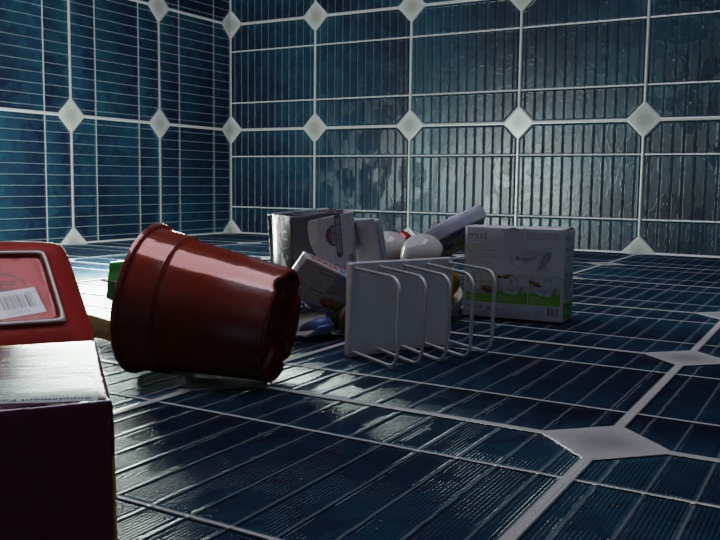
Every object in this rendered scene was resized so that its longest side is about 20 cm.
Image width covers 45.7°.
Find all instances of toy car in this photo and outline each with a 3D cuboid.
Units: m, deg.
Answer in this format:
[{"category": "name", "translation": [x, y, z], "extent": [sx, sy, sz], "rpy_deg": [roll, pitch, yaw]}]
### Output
[{"category": "toy car", "translation": [0.085, 0.030, 1.609], "extent": [0.199, 0.176, 0.150], "rpy_deg": [7, 45, 46]}]

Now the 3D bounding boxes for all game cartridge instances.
[{"category": "game cartridge", "translation": [0.166, -0.058, 1.749], "extent": [0.199, 0.042, 0.133], "rpy_deg": [-30, -14, -7]}]

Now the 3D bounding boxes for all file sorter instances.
[{"category": "file sorter", "translation": [0.093, 0.061, 1.271], "extent": [0.198, 0.140, 0.124], "rpy_deg": [-4, 10, -36]}]

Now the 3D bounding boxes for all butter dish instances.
[{"category": "butter dish", "translation": [-0.480, 0.071, 1.130], "extent": [0.198, 0.148, 0.200], "rpy_deg": [-2, 46, -37]}]

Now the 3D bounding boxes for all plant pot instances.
[{"category": "plant pot", "translation": [-0.190, 0.054, 1.118], "extent": [0.193, 0.203, 0.201], "rpy_deg": [11, 8, 12]}]

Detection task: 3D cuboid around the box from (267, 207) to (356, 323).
[{"category": "box", "translation": [-0.082, -0.006, 1.541], "extent": [0.131, 0.202, 0.114], "rpy_deg": [-8, 10, -27]}]

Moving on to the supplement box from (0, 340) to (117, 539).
[{"category": "supplement box", "translation": [-0.226, 0.129, 0.588], "extent": [0.102, 0.132, 0.200], "rpy_deg": [-1, 7, -20]}]

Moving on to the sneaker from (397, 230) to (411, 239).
[{"category": "sneaker", "translation": [0.008, -0.033, 1.774], "extent": [0.116, 0.200, 0.078], "rpy_deg": [49, 17, 17]}]

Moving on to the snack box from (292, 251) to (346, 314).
[{"category": "snack box", "translation": [-0.033, 0.037, 1.436], "extent": [0.199, 0.072, 0.024], "rpy_deg": [26, 21, -32]}]

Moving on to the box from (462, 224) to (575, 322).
[{"category": "box", "translation": [0.305, 0.002, 1.653], "extent": [0.198, 0.179, 0.096], "rpy_deg": [3, 4, 25]}]

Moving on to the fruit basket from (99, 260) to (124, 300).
[{"category": "fruit basket", "translation": [-0.322, 0.033, 1.450], "extent": [0.198, 0.095, 0.185], "rpy_deg": [14, 3, -1]}]

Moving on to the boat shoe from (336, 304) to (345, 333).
[{"category": "boat shoe", "translation": [0.063, 0.080, 1.432], "extent": [0.198, 0.073, 0.068], "rpy_deg": [-8, 13, -16]}]

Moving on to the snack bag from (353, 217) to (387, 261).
[{"category": "snack bag", "translation": [0.000, 0.000, 1.568], "extent": [0.021, 0.202, 0.188], "rpy_deg": [-15, 11, -28]}]

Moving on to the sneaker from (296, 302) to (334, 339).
[{"category": "sneaker", "translation": [-0.130, 0.065, 1.442], "extent": [0.198, 0.089, 0.075], "rpy_deg": [6, 6, 34]}]

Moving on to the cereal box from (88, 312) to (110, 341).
[{"category": "cereal box", "translation": [-0.337, 0.087, 1.428], "extent": [0.199, 0.040, 0.143], "rpy_deg": [-4, 6, -41]}]
